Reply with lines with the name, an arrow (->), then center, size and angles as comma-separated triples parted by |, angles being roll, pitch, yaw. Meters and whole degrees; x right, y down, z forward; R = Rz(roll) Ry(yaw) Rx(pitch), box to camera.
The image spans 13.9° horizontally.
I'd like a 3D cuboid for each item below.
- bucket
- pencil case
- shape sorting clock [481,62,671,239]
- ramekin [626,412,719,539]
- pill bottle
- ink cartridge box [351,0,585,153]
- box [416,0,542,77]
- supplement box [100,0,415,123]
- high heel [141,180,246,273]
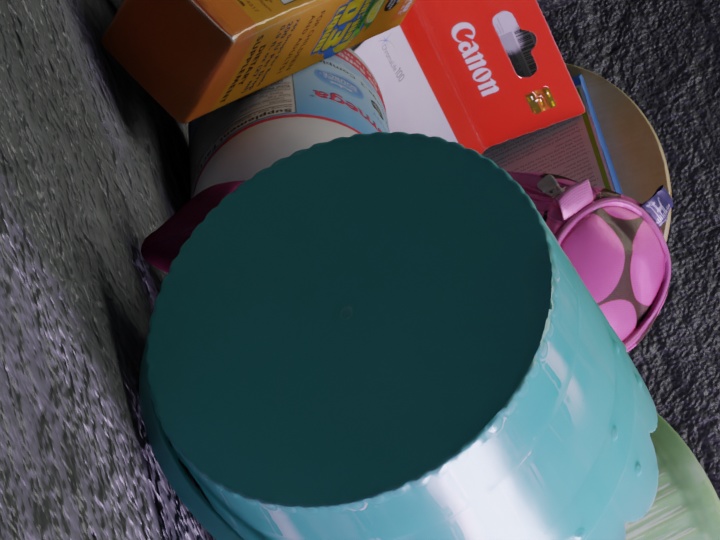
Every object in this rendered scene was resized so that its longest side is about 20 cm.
bucket -> 0.014, 0.051, 1.233 | 0.135, 0.207, 0.208 | 58, 12, -51
pencil case -> 0.077, -0.016, 1.546 | 0.200, 0.091, 0.094 | 12, -38, 57
shape sorting clock -> 0.106, -0.036, 1.900 | 0.039, 0.200, 0.200 | 29, 37, -58
ramekin -> 0.121, 0.173, 1.764 | 0.200, 0.098, 0.201 | 28, -51, 41
pill bottle -> -0.034, -0.043, 1.526 | 0.200, 0.109, 0.109 | -99, 166, -64
ink cartridge box -> 0.029, -0.097, 1.821 | 0.160, 0.200, 0.047 | 60, 13, -47
box -> 0.014, -0.141, 1.849 | 0.156, 0.200, 0.041 | 60, 10, -53
supplement box -> -0.040, -0.143, 1.512 | 0.069, 0.067, 0.200 | 44, 39, 11
high heel -> -0.015, -0.001, 1.399 | 0.200, 0.096, 0.068 | 13, 68, -60
